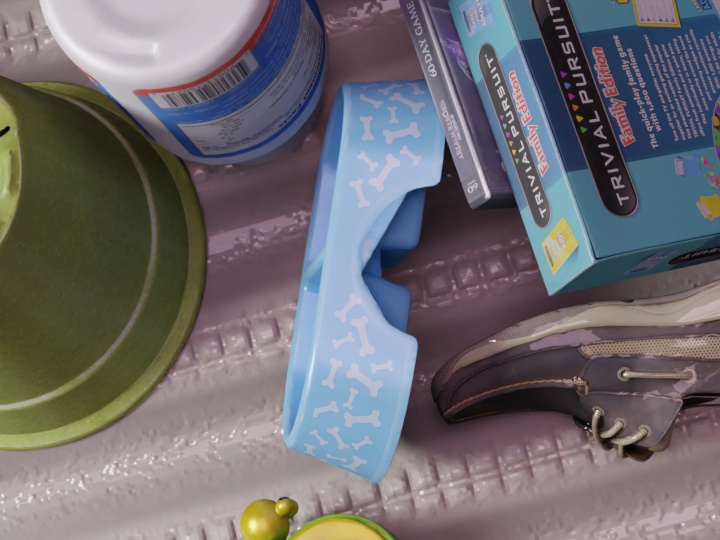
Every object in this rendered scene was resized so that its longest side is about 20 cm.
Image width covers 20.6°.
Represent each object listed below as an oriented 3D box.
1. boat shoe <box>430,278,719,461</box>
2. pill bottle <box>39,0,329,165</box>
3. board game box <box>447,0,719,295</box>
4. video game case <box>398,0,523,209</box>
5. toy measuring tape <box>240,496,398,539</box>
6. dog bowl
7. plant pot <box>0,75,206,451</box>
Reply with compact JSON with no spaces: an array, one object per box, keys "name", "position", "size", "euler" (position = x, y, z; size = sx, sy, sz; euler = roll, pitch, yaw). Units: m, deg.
[{"name":"boat shoe","position":[0.133,0.053,0.958],"size":[0.198,0.075,0.074],"euler":[-13,76,8]},{"name":"pill bottle","position":[-0.076,-0.116,0.961],"size":[0.111,0.200,0.113],"euler":[-2,79,8]},{"name":"board game box","position":[0.157,-0.082,0.944],"size":[0.199,0.047,0.152],"euler":[-11,74,-27]},{"name":"video game case","position":[0.076,-0.127,0.980],"size":[0.019,0.142,0.201],"euler":[-30,72,44]},{"name":"toy measuring tape","position":[0.018,0.180,0.954],"size":[0.074,0.074,0.200],"euler":[-45,75,-2]},{"name":"dog bowl","position":[0.000,0.000,0.965],"size":[0.049,0.111,0.202],"euler":[10,80,-7]},{"name":"plant pot","position":[-0.192,-0.023,0.967],"size":[0.198,0.190,0.202],"euler":[-2,78,8]}]
